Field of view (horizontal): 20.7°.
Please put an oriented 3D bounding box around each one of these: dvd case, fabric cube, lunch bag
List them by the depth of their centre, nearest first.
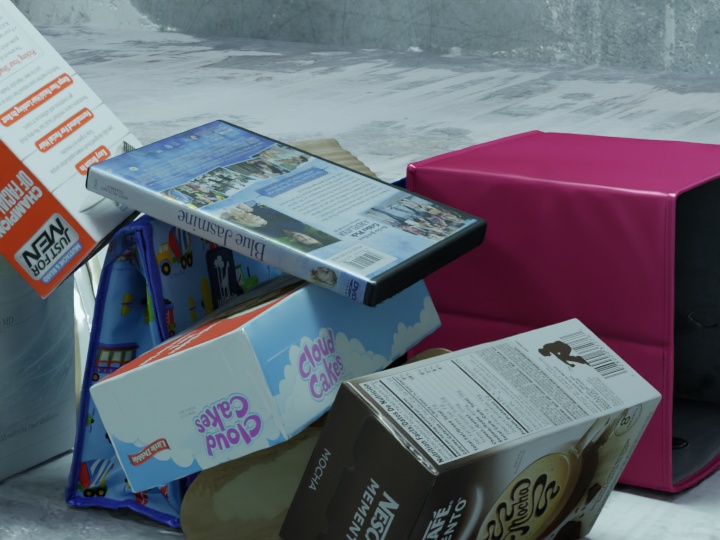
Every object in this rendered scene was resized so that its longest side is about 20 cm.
[{"bbox_3d":[-0.042,-0.038,1.157,0.199,0.018,0.142,22,25,24],"label":"dvd case"},{"bbox_3d":[-0.109,0.037,1.234,0.093,0.202,0.150,7,15,27],"label":"lunch bag"},{"bbox_3d":[0.162,0.018,1.341,0.198,0.202,0.196,7,15,31],"label":"fabric cube"}]

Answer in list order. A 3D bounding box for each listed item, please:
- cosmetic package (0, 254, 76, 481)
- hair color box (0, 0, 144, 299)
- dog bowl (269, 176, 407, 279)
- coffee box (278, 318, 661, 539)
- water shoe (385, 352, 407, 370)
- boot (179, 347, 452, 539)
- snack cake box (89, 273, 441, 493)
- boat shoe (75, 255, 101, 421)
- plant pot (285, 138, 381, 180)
[{"bbox_3d":[-0.282,0.034,1.240,0.122,0.202,0.199,8,16,27],"label":"cosmetic package"},{"bbox_3d":[-0.219,-0.092,1.189,0.064,0.200,0.111,-42,3,30],"label":"hair color box"},{"bbox_3d":[0.000,0.000,1.327,0.049,0.113,0.200,-6,7,26],"label":"dog bowl"},{"bbox_3d":[0.063,0.109,1.099,0.199,0.114,0.080,-13,46,-44],"label":"coffee box"},{"bbox_3d":[0.032,0.059,1.416,0.071,0.080,0.200,6,14,20],"label":"water shoe"},{"bbox_3d":[-0.006,0.118,1.197,0.200,0.071,0.144,-32,-17,0],"label":"boot"},{"bbox_3d":[-0.050,0.048,1.133,0.114,0.068,0.200,-19,7,32],"label":"snack cake box"},{"bbox_3d":[-0.217,0.026,1.400,0.068,0.075,0.201,-14,49,-22],"label":"boat shoe"},{"bbox_3d":[-0.058,-0.048,1.509,0.199,0.094,0.201,-10,1,0],"label":"plant pot"}]
